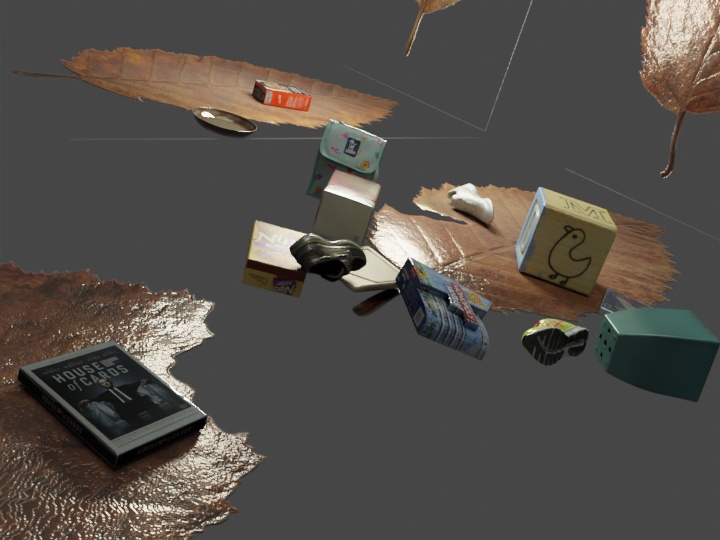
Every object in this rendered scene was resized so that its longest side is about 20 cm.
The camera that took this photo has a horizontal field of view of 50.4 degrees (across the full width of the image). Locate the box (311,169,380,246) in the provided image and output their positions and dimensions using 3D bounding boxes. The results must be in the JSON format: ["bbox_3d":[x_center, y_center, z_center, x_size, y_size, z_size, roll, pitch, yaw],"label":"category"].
[{"bbox_3d":[-0.031,-0.148,1.820,0.126,0.111,0.201,19,22,-1],"label":"box"}]

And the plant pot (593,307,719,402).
[{"bbox_3d":[0.597,0.162,1.579,0.196,0.144,0.142,9,23,-7],"label":"plant pot"}]

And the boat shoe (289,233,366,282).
[{"bbox_3d":[-0.056,-0.013,1.462,0.198,0.074,0.074,7,52,-50],"label":"boat shoe"}]

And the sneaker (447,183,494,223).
[{"bbox_3d":[0.329,-0.191,2.292,0.098,0.076,0.200,-11,32,-18],"label":"sneaker"}]

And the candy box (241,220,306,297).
[{"bbox_3d":[-0.165,-0.026,1.502,0.114,0.057,0.201,14,21,-10],"label":"candy box"}]

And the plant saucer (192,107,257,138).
[{"bbox_3d":[-0.409,-0.440,2.294,0.196,0.033,0.201,17,23,-7],"label":"plant saucer"}]

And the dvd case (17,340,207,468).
[{"bbox_3d":[-0.316,0.163,0.981,0.198,0.025,0.149,31,25,25],"label":"dvd case"}]

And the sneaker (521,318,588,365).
[{"bbox_3d":[0.376,0.138,1.552,0.198,0.080,0.090,5,17,-45],"label":"sneaker"}]

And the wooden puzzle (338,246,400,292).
[{"bbox_3d":[0.000,0.000,1.610,0.183,0.038,0.199,-4,27,-43],"label":"wooden puzzle"}]

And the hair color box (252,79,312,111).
[{"bbox_3d":[-0.288,-0.645,2.827,0.197,0.062,0.101,-1,30,-38],"label":"hair color box"}]

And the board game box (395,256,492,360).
[{"bbox_3d":[0.182,0.079,1.493,0.197,0.062,0.201,22,24,-23],"label":"board game box"}]

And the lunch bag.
[{"bbox_3d":[-0.034,-0.271,1.982,0.167,0.203,0.122,20,21,2],"label":"lunch bag"}]

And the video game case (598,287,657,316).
[{"bbox_3d":[0.700,0.116,1.916,0.197,0.023,0.182,26,23,16],"label":"video game case"}]

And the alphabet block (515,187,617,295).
[{"bbox_3d":[0.535,-0.081,2.016,0.196,0.198,0.197,18,24,2],"label":"alphabet block"}]
